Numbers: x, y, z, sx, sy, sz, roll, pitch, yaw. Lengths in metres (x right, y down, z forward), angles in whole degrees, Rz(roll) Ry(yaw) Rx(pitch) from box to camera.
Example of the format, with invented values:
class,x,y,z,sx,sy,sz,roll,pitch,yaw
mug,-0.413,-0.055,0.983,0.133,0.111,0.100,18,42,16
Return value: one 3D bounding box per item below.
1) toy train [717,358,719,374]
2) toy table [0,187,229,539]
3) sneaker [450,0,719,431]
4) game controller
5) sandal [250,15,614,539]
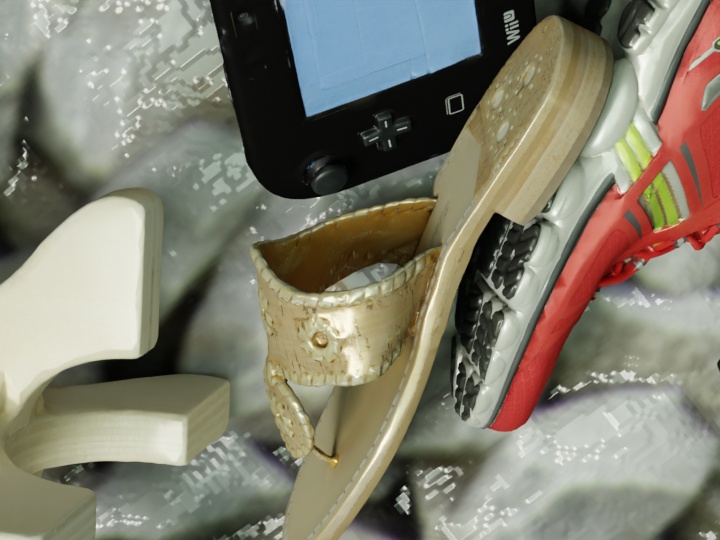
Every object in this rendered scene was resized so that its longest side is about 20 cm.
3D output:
class,x,y,z,sx,sy,sz,roll,pitch,yaw
toy train,0.219,0.004,0.945,0.200,0.085,0.114,-37,126,11
toy table,-0.125,0.062,0.926,0.117,0.184,0.200,8,116,14
sneaker,0.096,-0.024,0.945,0.085,0.077,0.200,24,106,-15
game controller,0.002,-0.099,0.886,0.104,0.042,0.200,-14,143,-2
sandal,-0.001,-0.003,0.936,0.070,0.078,0.212,25,112,-17
